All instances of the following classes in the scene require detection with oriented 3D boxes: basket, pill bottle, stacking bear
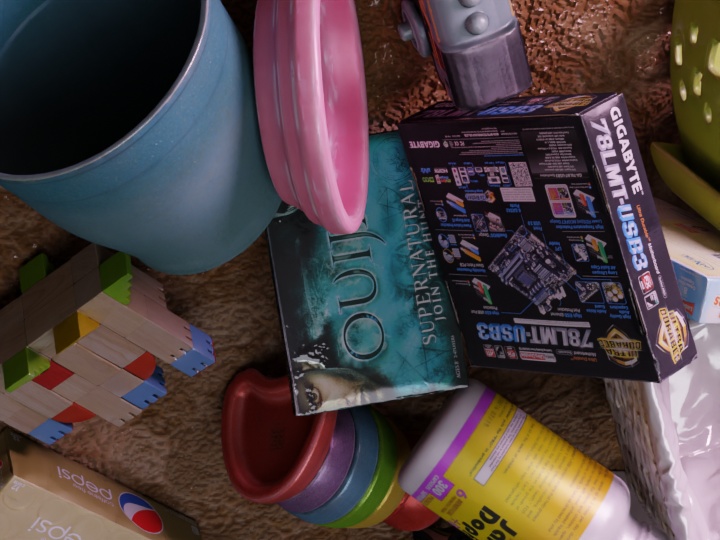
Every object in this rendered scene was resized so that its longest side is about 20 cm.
[{"bbox_3d":[0.298,0.093,1.550,0.200,0.161,0.199,-19,107,-10],"label":"basket"},{"bbox_3d":[0.135,0.178,1.526,0.200,0.104,0.104,34,111,2],"label":"pill bottle"},{"bbox_3d":[-0.003,0.156,1.600,0.121,0.114,0.200,-11,154,43],"label":"stacking bear"}]

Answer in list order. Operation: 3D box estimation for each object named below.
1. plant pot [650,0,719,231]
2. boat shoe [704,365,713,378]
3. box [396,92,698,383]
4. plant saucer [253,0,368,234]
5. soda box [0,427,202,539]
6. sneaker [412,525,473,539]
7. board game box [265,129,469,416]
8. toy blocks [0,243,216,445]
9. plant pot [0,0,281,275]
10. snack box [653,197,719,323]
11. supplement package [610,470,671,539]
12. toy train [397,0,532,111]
[{"bbox_3d":[0.337,-0.110,1.454,0.200,0.199,0.182,7,111,-22],"label":"plant pot"},{"bbox_3d":[0.288,0.080,1.666,0.073,0.062,0.200,7,120,-21],"label":"boat shoe"},{"bbox_3d":[0.128,-0.023,1.398,0.050,0.200,0.199,-30,108,-33],"label":"box"},{"bbox_3d":[-0.034,-0.124,1.358,0.051,0.201,0.201,-3,126,9],"label":"plant saucer"},{"bbox_3d":[-0.221,0.206,1.592,0.200,0.064,0.068,31,109,-32],"label":"soda box"},{"bbox_3d":[0.103,0.243,1.654,0.081,0.200,0.074,-6,85,-21],"label":"sneaker"},{"bbox_3d":[0.000,0.000,1.483,0.135,0.028,0.200,-10,95,-7],"label":"board game box"},{"bbox_3d":[-0.205,0.065,1.492,0.200,0.100,0.137,-33,137,21],"label":"toy blocks"},{"bbox_3d":[-0.146,-0.099,1.344,0.200,0.200,0.188,-34,140,7],"label":"plant pot"},{"bbox_3d":[0.230,-0.010,1.449,0.116,0.200,0.037,0,108,-32],"label":"snack box"},{"bbox_3d":[0.187,0.287,1.740,0.109,0.114,0.200,5,120,-21],"label":"supplement package"},{"bbox_3d":[0.065,-0.207,1.374,0.085,0.114,0.200,-20,126,-4],"label":"toy train"}]
